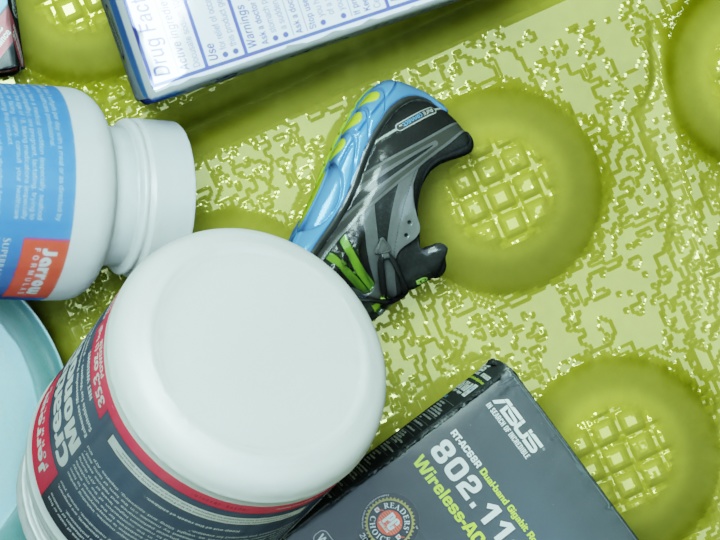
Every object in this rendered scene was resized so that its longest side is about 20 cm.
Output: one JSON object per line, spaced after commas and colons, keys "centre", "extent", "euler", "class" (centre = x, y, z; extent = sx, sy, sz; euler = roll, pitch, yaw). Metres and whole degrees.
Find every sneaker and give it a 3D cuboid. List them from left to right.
{"centre": [0.000, 0.000, 1.514], "extent": [0.083, 0.071, 0.200], "euler": [25, 87, -3], "class": "sneaker"}

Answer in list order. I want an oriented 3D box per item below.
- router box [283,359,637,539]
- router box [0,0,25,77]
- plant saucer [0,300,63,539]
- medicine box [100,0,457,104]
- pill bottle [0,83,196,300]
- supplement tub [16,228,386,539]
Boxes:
{"centre": [0.073, 0.171, 1.522], "extent": [0.150, 0.062, 0.200], "euler": [-37, 95, -5], "class": "router box"}
{"centre": [-0.282, -0.164, 1.485], "extent": [0.200, 0.062, 0.150], "euler": [-9, 91, -6], "class": "router box"}
{"centre": [-0.252, 0.082, 1.512], "extent": [0.200, 0.027, 0.200], "euler": [0, 92, -7], "class": "plant saucer"}
{"centre": [-0.049, -0.202, 1.489], "extent": [0.200, 0.103, 0.182], "euler": [-19, 93, -5], "class": "medicine box"}
{"centre": [-0.190, -0.041, 1.460], "extent": [0.200, 0.112, 0.112], "euler": [1, 91, -22], "class": "pill bottle"}
{"centre": [-0.084, 0.079, 1.415], "extent": [0.140, 0.200, 0.141], "euler": [11, 60, -20], "class": "supplement tub"}
